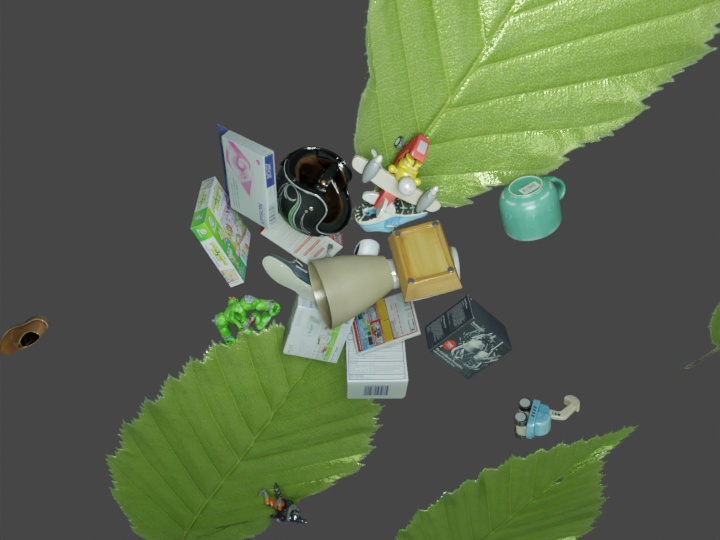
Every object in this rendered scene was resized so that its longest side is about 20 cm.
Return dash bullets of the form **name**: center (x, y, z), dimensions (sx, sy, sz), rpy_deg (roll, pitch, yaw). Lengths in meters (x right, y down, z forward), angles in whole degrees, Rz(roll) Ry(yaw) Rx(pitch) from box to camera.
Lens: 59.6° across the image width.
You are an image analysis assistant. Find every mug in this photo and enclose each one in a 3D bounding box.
- **mug**: center (0.434, -0.179, 1.608), dimensions (0.149, 0.187, 0.116), rpy_deg (-1, 132, 29)

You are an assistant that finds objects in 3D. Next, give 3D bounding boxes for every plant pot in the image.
- **plant pot**: center (-0.017, 0.036, 1.671), dimensions (0.196, 0.188, 0.190), rpy_deg (-17, 131, -14)

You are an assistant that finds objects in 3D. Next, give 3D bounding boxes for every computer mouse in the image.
- **computer mouse**: center (0.000, 0.000, 1.777), dimensions (0.107, 0.044, 0.203), rpy_deg (10, 128, -11)

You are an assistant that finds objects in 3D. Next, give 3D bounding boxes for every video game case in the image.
- **video game case**: center (0.069, 0.151, 1.844), dimensions (0.196, 0.145, 0.017), rpy_deg (-20, 150, 13)

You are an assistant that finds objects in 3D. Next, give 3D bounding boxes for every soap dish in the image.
- **soap dish**: center (0.166, -0.030, 1.650), dimensions (0.154, 0.203, 0.082), rpy_deg (-13, 150, -2)

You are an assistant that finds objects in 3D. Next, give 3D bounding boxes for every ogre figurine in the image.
- **ogre figurine**: center (-0.341, 0.136, 1.833), dimensions (0.197, 0.100, 0.120), rpy_deg (-17, 141, 24)

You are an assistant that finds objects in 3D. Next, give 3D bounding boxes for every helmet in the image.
- **helmet**: center (-0.114, -0.181, 1.530), dimensions (0.195, 0.204, 0.192), rpy_deg (3, 146, -6)

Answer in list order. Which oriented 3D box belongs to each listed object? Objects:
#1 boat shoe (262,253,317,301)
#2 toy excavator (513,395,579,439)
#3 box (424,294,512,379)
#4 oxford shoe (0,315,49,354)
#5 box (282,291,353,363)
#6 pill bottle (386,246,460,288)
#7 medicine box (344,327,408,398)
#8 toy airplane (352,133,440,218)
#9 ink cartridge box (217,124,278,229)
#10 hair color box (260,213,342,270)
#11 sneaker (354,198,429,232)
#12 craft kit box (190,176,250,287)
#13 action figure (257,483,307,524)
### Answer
- **boat shoe**: center (-0.183, 0.009, 1.759), dimensions (0.198, 0.063, 0.075), rpy_deg (33, 137, -16)
- **toy excavator**: center (0.646, 0.506, 2.184), dimensions (0.196, 0.196, 0.101), rpy_deg (11, 135, 24)
- **box**: center (0.328, 0.207, 1.928), dimensions (0.199, 0.105, 0.182), rpy_deg (36, 118, -28)
- **oxford shoe**: center (-1.008, 0.205, 1.862), dimensions (0.198, 0.072, 0.071), rpy_deg (-31, 126, 22)
- **box**: center (-0.127, 0.164, 1.868), dimensions (0.173, 0.098, 0.202), rpy_deg (12, 128, -12)
- **pill bottle**: center (0.172, 0.000, 1.745), dimensions (0.195, 0.112, 0.113), rpy_deg (-6, 130, 2)
- **medicine box**: center (0.044, 0.270, 1.889), dimensions (0.178, 0.203, 0.104), rpy_deg (0, 141, -3)
- **toy airplane**: center (0.091, -0.210, 1.524), dimensions (0.196, 0.142, 0.203), rpy_deg (-17, 118, -4)
- **ink cartridge box**: center (-0.279, -0.222, 1.501), dimensions (0.198, 0.043, 0.199), rpy_deg (28, 136, 29)
- **hair color box**: center (-0.155, -0.098, 1.676), dimensions (0.199, 0.065, 0.111), rpy_deg (35, 119, -26)
- **sneaker**: center (0.087, -0.148, 1.660), dimensions (0.195, 0.080, 0.090), rpy_deg (-9, 149, 8)
- **craft kit box**: center (-0.345, -0.098, 1.575), dimensions (0.048, 0.202, 0.199), rpy_deg (-20, 129, 13)
- **action figure**: center (-0.289, 0.930, 2.480), dimensions (0.197, 0.106, 0.194), rpy_deg (-4, 140, 33)
